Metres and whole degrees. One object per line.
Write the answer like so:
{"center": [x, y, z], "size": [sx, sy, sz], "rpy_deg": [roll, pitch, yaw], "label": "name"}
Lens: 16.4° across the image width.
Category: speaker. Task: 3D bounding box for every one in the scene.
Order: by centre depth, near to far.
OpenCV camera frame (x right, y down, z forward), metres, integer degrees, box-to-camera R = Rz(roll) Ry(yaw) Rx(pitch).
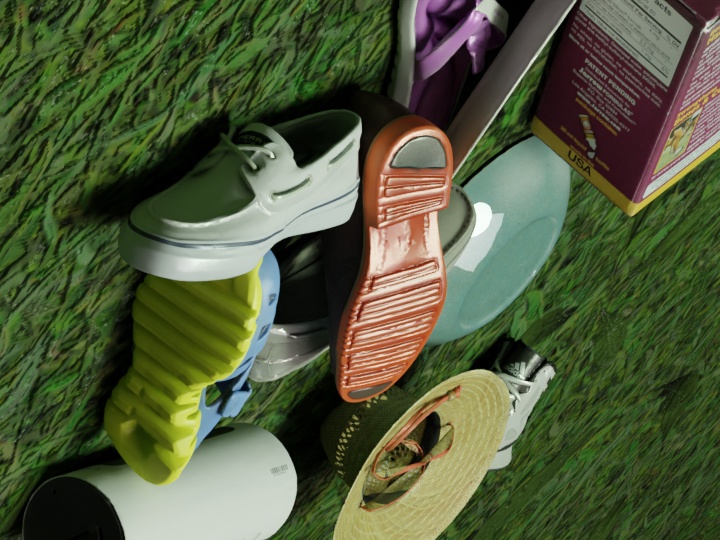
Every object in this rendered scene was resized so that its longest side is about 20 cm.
{"center": [-0.125, 0.152, 1.590], "size": [0.199, 0.081, 0.081], "rpy_deg": [-13, 140, -58], "label": "speaker"}

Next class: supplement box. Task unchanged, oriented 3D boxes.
{"center": [0.209, -0.156, 1.683], "size": [0.131, 0.103, 0.201], "rpy_deg": [-35, 157, -32], "label": "supplement box"}

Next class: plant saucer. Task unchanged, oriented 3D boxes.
{"center": [0.095, -0.010, 1.811], "size": [0.201, 0.039, 0.201], "rpy_deg": [-42, 159, -20], "label": "plant saucer"}

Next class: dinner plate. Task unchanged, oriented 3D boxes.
{"center": [0.097, -0.130, 1.547], "size": [0.201, 0.024, 0.200], "rpy_deg": [-57, 180, 0], "label": "dinner plate"}

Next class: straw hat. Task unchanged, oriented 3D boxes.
{"center": [0.017, 0.127, 1.837], "size": [0.201, 0.085, 0.202], "rpy_deg": [-39, 151, -27], "label": "straw hat"}

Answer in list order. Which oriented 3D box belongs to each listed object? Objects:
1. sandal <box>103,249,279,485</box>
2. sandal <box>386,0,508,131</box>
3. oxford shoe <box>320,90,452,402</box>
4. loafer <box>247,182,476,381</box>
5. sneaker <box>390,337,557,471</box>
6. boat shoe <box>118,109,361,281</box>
{"center": [-0.090, 0.040, 1.473], "size": [0.087, 0.079, 0.200], "rpy_deg": [-36, 166, -39], "label": "sandal"}
{"center": [0.060, -0.136, 1.485], "size": [0.082, 0.050, 0.203], "rpy_deg": [-37, 157, -29], "label": "sandal"}
{"center": [0.008, -0.014, 1.514], "size": [0.071, 0.073, 0.201], "rpy_deg": [-10, 126, -33], "label": "oxford shoe"}
{"center": [0.000, 0.000, 1.585], "size": [0.200, 0.070, 0.070], "rpy_deg": [-37, 166, -27], "label": "loafer"}
{"center": [0.093, 0.108, 2.005], "size": [0.116, 0.075, 0.200], "rpy_deg": [-64, 165, 16], "label": "sneaker"}
{"center": [-0.065, -0.050, 1.380], "size": [0.200, 0.073, 0.067], "rpy_deg": [-28, 135, -59], "label": "boat shoe"}
